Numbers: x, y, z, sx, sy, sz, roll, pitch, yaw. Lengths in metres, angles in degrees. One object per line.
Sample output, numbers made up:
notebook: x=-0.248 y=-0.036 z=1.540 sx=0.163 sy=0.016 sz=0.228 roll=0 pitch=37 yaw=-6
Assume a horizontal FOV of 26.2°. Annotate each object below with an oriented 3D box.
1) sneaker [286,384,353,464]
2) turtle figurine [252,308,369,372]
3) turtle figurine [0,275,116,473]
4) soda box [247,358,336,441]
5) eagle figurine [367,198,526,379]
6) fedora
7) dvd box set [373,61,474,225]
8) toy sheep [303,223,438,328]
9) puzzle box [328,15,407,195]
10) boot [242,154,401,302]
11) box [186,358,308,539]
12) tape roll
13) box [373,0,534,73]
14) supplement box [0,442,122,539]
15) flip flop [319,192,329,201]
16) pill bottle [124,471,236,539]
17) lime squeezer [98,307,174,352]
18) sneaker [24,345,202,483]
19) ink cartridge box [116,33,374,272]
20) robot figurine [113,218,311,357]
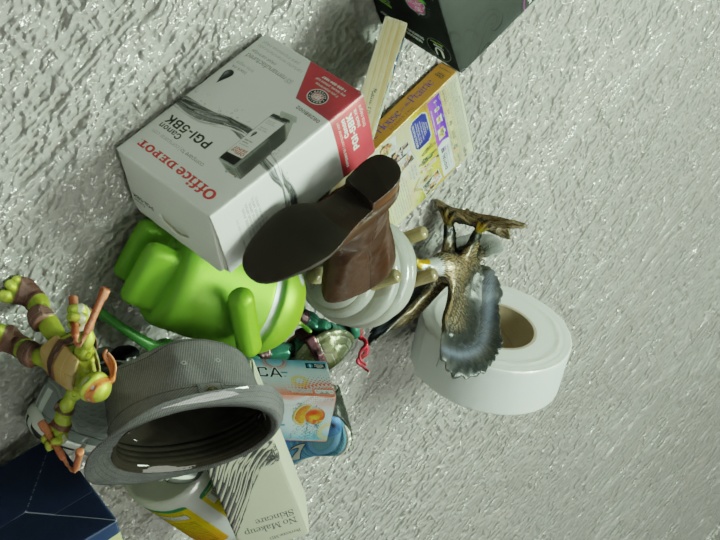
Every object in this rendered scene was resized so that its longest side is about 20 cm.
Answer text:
sneaker: x=-0.079 y=0.192 z=1.799 sx=0.089 sy=0.079 sz=0.200 roll=-8 pitch=163 yaw=-33
turtle figurine: x=-0.066 y=0.080 z=1.756 sx=0.199 sy=0.101 sz=0.150 roll=-28 pitch=127 yaw=-19
turtle figurine: x=-0.271 y=0.070 z=1.412 sx=0.064 sy=0.161 sz=0.201 roll=-18 pitch=133 yaw=-42
soda box: x=-0.131 y=0.137 z=1.660 sx=0.199 sy=0.069 sz=0.064 roll=4 pitch=122 yaw=-15
eagle figurine: x=0.104 y=0.020 z=1.888 sx=0.150 sy=0.152 sz=0.201 roll=14 pitch=92 yaw=-19
fedora: x=-0.173 y=0.126 z=1.463 sx=0.199 sy=0.091 sz=0.177 roll=-10 pitch=152 yaw=-18
dvd box set: x=0.047 y=-0.125 z=1.776 sx=0.200 sy=0.029 sz=0.147 roll=-45 pitch=147 yaw=-17
toy sheep: x=0.000 y=0.000 z=1.694 sx=0.200 sy=0.138 sz=0.138 roll=7 pitch=114 yaw=-59
puzzle box: x=0.005 y=-0.149 z=1.591 sx=0.133 sy=0.025 sz=0.201 roll=110 pitch=-3 yaw=-84
boot: x=-0.034 y=-0.008 z=1.504 sx=0.186 sy=0.064 sz=0.200 roll=-34 pitch=162 yaw=-17
box: x=-0.119 y=0.195 z=1.615 sx=0.082 sy=0.069 sz=0.201 roll=-17 pitch=124 yaw=3
tape roll: x=0.166 y=0.097 z=1.980 sx=0.202 sy=0.202 sz=0.071 roll=-21 pitch=136 yaw=-42
box: x=0.088 y=-0.332 z=1.552 sx=0.149 sy=0.124 sz=0.200 roll=-44 pitch=147 yaw=-14
supplement box: x=-0.342 y=0.317 z=1.553 sx=0.199 sy=0.134 sz=0.201 roll=-30 pitch=141 yaw=-22
flip flop: x=-0.060 y=-0.093 z=1.641 sx=0.081 sy=0.057 sz=0.201 roll=-72 pitch=-173 yaw=-50
pill bottle: x=-0.178 y=0.243 z=1.742 sx=0.113 sy=0.113 sz=0.200 roll=-50 pitch=148 yaw=-7
lime squeezer: x=-0.193 y=0.072 z=1.605 sx=0.199 sy=0.038 sz=0.071 roll=7 pitch=71 yaw=-54
sneaker: x=-0.229 y=0.139 z=1.564 sx=0.199 sy=0.075 sz=0.116 roll=22 pitch=97 yaw=-29
ink cartridge box: x=-0.108 y=-0.114 z=1.472 sx=0.200 sy=0.146 sz=0.083 roll=-41 pitch=145 yaw=-22
robot figurine: x=-0.142 y=0.015 z=1.541 sx=0.199 sy=0.176 sz=0.116 roll=19 pitch=114 yaw=-29
